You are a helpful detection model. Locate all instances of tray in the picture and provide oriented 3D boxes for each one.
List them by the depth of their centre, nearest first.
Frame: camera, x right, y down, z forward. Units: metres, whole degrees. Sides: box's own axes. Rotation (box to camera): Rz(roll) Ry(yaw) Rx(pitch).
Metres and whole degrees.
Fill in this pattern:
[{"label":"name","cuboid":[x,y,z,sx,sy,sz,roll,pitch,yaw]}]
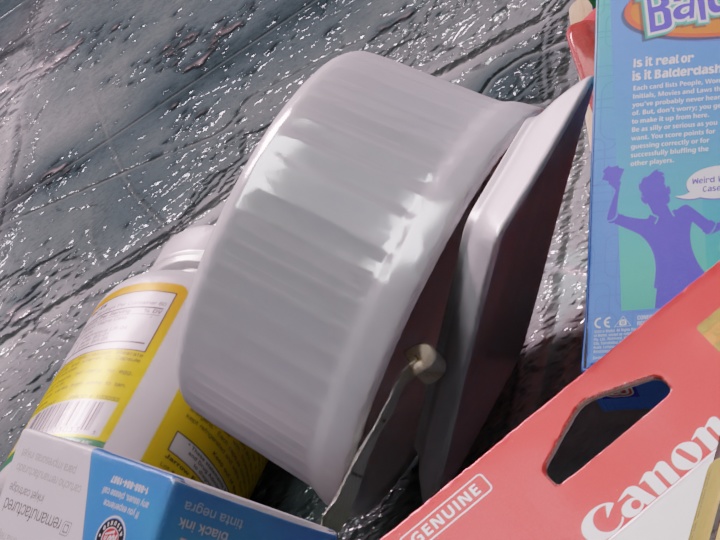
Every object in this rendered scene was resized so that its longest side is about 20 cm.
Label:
[{"label":"tray","cuboid":[0.056,0.012,1.222,0.022,0.200,0.108,23,51,10]}]

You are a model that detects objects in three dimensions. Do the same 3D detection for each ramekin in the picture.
[{"label":"ramekin","cuboid":[0.000,0.000,1.254,0.201,0.097,0.201,-59,-13,-22]}]

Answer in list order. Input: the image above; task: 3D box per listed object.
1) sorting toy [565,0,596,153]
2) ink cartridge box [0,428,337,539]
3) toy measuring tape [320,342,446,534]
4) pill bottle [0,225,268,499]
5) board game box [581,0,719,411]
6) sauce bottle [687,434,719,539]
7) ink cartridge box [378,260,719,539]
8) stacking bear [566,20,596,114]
[{"label":"sorting toy","cuboid":[0.189,-0.158,1.449,0.198,0.070,0.200,-30,25,16]},{"label":"ink cartridge box","cuboid":[-0.105,0.178,1.131,0.146,0.086,0.201,9,77,58]},{"label":"toy measuring tape","cuboid":[0.004,0.131,1.153,0.201,0.073,0.074,-61,28,-5]},{"label":"pill bottle","cuboid":[-0.097,0.072,1.373,0.112,0.113,0.200,-19,31,35]},{"label":"board game box","cuboid":[0.171,-0.045,1.147,0.151,0.045,0.201,-3,63,17]},{"label":"sauce bottle","cuboid":[0.148,0.083,0.961,0.065,0.065,0.201,-6,57,49]},{"label":"ink cartridge box","cuboid":[0.123,0.090,1.033,0.200,0.045,0.176,-39,56,-5]},{"label":"stacking bear","cuboid":[0.210,-0.079,1.239,0.199,0.122,0.114,-22,53,10]}]
